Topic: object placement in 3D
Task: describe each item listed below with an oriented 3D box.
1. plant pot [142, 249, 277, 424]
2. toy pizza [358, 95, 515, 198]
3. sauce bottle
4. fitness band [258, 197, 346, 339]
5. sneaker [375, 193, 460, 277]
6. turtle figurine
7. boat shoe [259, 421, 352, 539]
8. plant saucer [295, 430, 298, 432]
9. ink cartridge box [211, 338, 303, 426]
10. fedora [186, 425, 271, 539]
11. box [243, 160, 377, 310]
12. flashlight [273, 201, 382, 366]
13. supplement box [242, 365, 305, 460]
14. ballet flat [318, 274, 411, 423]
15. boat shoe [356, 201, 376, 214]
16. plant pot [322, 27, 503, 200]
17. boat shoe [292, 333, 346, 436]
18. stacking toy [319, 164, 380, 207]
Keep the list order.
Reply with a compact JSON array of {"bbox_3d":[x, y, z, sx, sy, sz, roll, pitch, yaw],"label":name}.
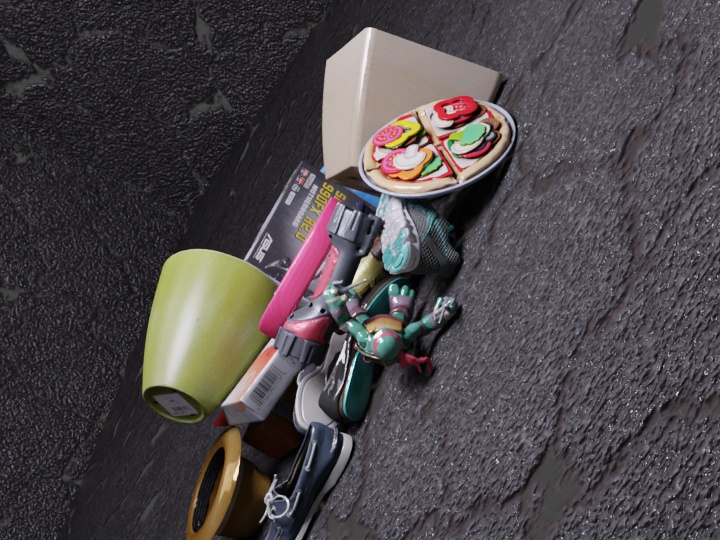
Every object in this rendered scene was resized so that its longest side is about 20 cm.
[{"bbox_3d":[-0.223,0.106,1.776,0.187,0.187,0.200,-45,21,51],"label":"plant pot"},{"bbox_3d":[0.091,-0.159,1.566,0.200,0.032,0.200,-13,37,10],"label":"toy pizza"},{"bbox_3d":[0.025,-0.004,1.629,0.200,0.066,0.066,-45,16,7],"label":"sauce bottle"},{"bbox_3d":[-0.075,-0.004,1.661,0.200,0.037,0.144,-61,1,0],"label":"fitness band"},{"bbox_3d":[0.071,-0.051,1.556,0.200,0.091,0.078,-96,27,-53],"label":"sneaker"},{"bbox_3d":[0.026,0.058,1.449,0.200,0.149,0.101,-126,48,-81],"label":"turtle figurine"},{"bbox_3d":[-0.081,0.276,1.544,0.200,0.062,0.075,-59,16,13],"label":"boat shoe"},{"bbox_3d":[-0.044,0.135,1.777,0.070,0.019,0.200,-46,22,47],"label":"plant saucer"},{"bbox_3d":[-0.139,0.135,1.746,0.162,0.050,0.200,-55,18,-23],"label":"ink cartridge box"},{"bbox_3d":[-0.176,0.312,1.754,0.201,0.082,0.201,-162,90,-75],"label":"fedora"},{"bbox_3d":[-0.066,-0.038,1.854,0.200,0.158,0.048,-63,10,-31],"label":"box"},{"bbox_3d":[-0.043,0.016,1.570,0.200,0.068,0.068,-70,21,5],"label":"flashlight"},{"bbox_3d":[-0.100,0.165,1.821,0.067,0.069,0.200,-41,22,49],"label":"supplement box"},{"bbox_3d":[-0.003,0.092,1.581,0.068,0.068,0.200,6,65,47],"label":"ballet flat"},{"bbox_3d":[0.000,0.000,1.715,0.075,0.093,0.200,-46,21,49],"label":"boat shoe"},{"bbox_3d":[0.052,-0.195,1.740,0.200,0.200,0.177,166,118,-72],"label":"plant pot"},{"bbox_3d":[-0.051,0.153,1.649,0.060,0.074,0.200,-52,14,35],"label":"boat shoe"},{"bbox_3d":[-0.030,-0.101,2.039,0.116,0.110,0.200,-51,-3,-24],"label":"stacking toy"}]
